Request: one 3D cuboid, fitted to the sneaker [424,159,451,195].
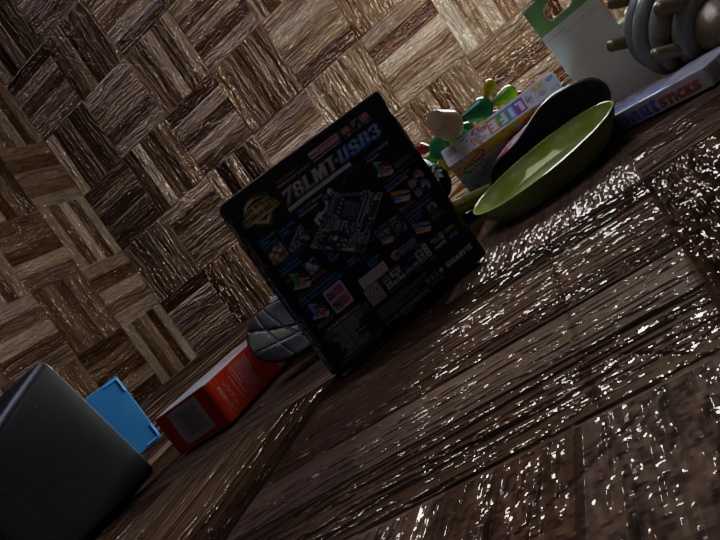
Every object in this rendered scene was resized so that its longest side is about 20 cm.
[{"bbox_3d":[0.109,-0.125,1.125,0.200,0.078,0.073,51,-125,-77],"label":"sneaker"}]

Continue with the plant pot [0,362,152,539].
[{"bbox_3d":[-0.410,0.276,0.821,0.198,0.201,0.179,-33,18,25],"label":"plant pot"}]

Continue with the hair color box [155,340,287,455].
[{"bbox_3d":[-0.176,0.155,0.943,0.110,0.064,0.200,-35,6,30],"label":"hair color box"}]

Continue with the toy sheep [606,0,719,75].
[{"bbox_3d":[0.368,-0.295,0.802,0.137,0.139,0.201,-35,32,4],"label":"toy sheep"}]

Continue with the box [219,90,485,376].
[{"bbox_3d":[-0.006,-0.037,0.681,0.199,0.200,0.050,-38,3,-14],"label":"box"}]

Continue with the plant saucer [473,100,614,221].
[{"bbox_3d":[0.218,-0.120,0.801,0.199,0.031,0.200,-41,6,5],"label":"plant saucer"}]

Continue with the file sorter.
[{"bbox_3d":[-0.494,0.321,1.241,0.199,0.140,0.122,-40,4,-40],"label":"file sorter"}]

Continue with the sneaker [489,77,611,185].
[{"bbox_3d":[0.266,-0.198,0.960,0.201,0.067,0.108,-46,-1,35],"label":"sneaker"}]

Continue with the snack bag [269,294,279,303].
[{"bbox_3d":[-0.002,0.001,0.940,0.198,0.022,0.187,-34,-20,29],"label":"snack bag"}]

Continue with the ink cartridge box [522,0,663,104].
[{"bbox_3d":[0.332,-0.324,0.965,0.048,0.202,0.145,-38,5,-15],"label":"ink cartridge box"}]

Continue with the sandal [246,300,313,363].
[{"bbox_3d":[-0.050,0.066,0.881,0.197,0.081,0.058,-23,-29,-7],"label":"sandal"}]

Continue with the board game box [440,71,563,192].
[{"bbox_3d":[0.236,-0.202,1.064,0.198,0.035,0.134,-35,-31,17],"label":"board game box"}]

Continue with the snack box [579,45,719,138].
[{"bbox_3d":[0.336,-0.197,0.779,0.072,0.025,0.199,-40,5,-20],"label":"snack box"}]

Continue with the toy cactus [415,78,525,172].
[{"bbox_3d":[0.155,-0.231,1.074,0.197,0.105,0.163,-27,-15,32],"label":"toy cactus"}]

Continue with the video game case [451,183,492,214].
[{"bbox_3d":[0.106,-0.078,1.094,0.177,0.026,0.200,-25,1,-9],"label":"video game case"}]
